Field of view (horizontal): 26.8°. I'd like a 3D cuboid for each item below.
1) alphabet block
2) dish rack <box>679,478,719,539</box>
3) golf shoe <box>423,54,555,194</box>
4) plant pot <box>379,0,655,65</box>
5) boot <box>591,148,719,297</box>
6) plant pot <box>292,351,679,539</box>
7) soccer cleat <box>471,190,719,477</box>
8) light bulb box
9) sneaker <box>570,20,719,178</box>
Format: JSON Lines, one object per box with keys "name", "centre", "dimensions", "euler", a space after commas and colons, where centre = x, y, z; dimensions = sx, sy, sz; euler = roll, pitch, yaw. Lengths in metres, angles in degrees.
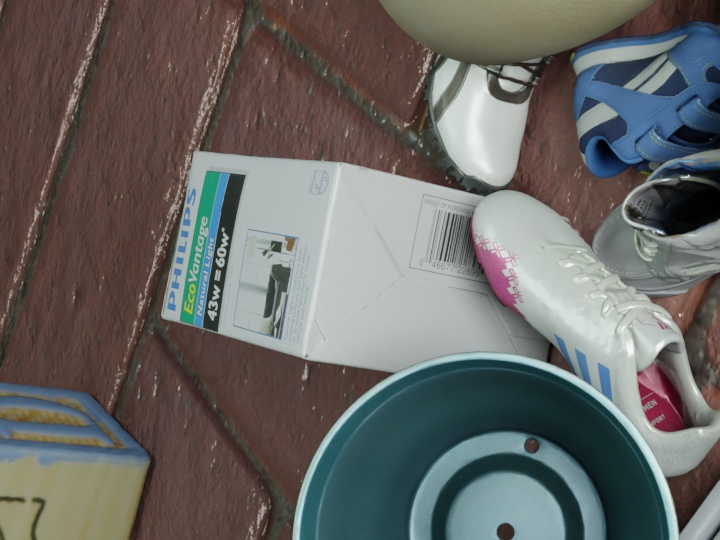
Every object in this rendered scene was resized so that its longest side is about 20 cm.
{"name": "alphabet block", "centre": [-0.349, 0.237, 1.514], "dimensions": [0.196, 0.194, 0.201], "euler": [31, 107, 57]}
{"name": "dish rack", "centre": [0.235, 0.196, 0.771], "dimensions": [0.172, 0.043, 0.200], "euler": [-62, 37, 27]}
{"name": "golf shoe", "centre": [0.099, -0.153, 1.033], "dimensions": [0.094, 0.077, 0.201], "euler": [-11, 75, 55]}
{"name": "plant pot", "centre": [0.114, -0.209, 0.880], "dimensions": [0.200, 0.186, 0.188], "euler": [-147, 70, -70]}
{"name": "boot", "centre": [0.180, -0.032, 0.861], "dimensions": [0.200, 0.095, 0.074], "euler": [-20, 66, 53]}
{"name": "plant pot", "centre": [0.078, 0.154, 0.860], "dimensions": [0.188, 0.199, 0.201], "euler": [39, -125, -77]}
{"name": "soccer cleat", "centre": [0.143, 0.026, 0.879], "dimensions": [0.200, 0.070, 0.086], "euler": [55, 150, 8]}
{"name": "light bulb box", "centre": [0.000, 0.000, 1.034], "dimensions": [0.200, 0.197, 0.126], "euler": [11, 89, 56]}
{"name": "sneaker", "centre": [0.194, -0.097, 0.882], "dimensions": [0.200, 0.074, 0.083], "euler": [-2, 80, 65]}
